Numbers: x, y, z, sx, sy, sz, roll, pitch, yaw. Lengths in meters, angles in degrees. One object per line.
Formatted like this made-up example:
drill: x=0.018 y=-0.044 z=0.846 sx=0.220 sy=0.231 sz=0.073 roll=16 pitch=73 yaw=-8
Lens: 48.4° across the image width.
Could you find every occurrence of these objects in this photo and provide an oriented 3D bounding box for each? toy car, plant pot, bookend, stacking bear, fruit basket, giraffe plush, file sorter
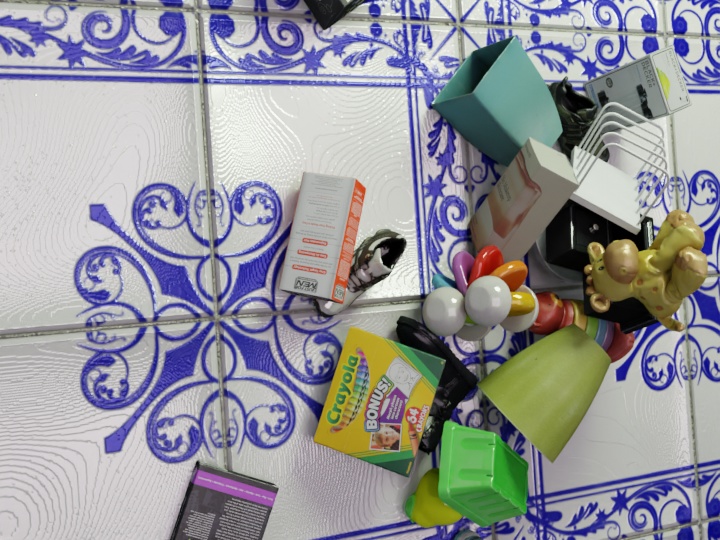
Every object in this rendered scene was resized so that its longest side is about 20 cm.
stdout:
toy car: x=0.203 y=0.036 z=1.390 sx=0.174 sy=0.197 sz=0.153 roll=14 pitch=65 yaw=-54
plant pot: x=0.262 y=-0.289 z=1.461 sx=0.200 sy=0.141 sz=0.142 roll=45 pitch=74 yaw=-21
bookend: x=0.424 y=-0.012 z=1.435 sx=0.197 sy=0.092 sz=0.202 roll=14 pitch=66 yaw=-20
stacking bear: x=0.393 y=0.099 z=1.504 sx=0.197 sy=0.114 sz=0.123 roll=19 pitch=41 yaw=-21
fruit basket: x=0.173 y=0.369 z=1.400 sx=0.212 sy=0.215 sz=0.158 roll=20 pitch=59 yaw=-19
giraffe plush: x=0.460 y=0.000 z=1.331 sx=0.159 sy=0.173 sz=0.203 roll=9 pitch=118 yaw=2
file sorter: x=0.462 y=-0.189 z=1.423 sx=0.137 sy=0.126 sz=0.201 roll=27 pitch=36 yaw=0
plant pot: x=0.338 y=0.197 z=1.413 sx=0.187 sy=0.187 sz=0.200 roll=44 pitch=92 yaw=-14

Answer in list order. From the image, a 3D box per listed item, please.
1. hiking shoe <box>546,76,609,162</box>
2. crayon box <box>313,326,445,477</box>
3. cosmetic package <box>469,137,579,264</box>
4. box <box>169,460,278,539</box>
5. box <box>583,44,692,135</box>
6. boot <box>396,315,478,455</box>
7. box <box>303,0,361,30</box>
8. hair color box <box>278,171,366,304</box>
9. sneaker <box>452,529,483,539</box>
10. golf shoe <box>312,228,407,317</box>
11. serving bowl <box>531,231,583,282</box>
hiking shoe: x=0.421 y=-0.278 z=1.535 sx=0.200 sy=0.100 sz=0.076 roll=46 pitch=74 yaw=-14
crayon box: x=0.033 y=0.218 z=1.346 sx=0.170 sy=0.058 sz=0.204 roll=18 pitch=87 yaw=6
cosmetic package: x=0.285 y=-0.117 z=1.421 sx=0.086 sy=0.104 sz=0.201 roll=22 pitch=122 yaw=-18
box: x=-0.230 y=0.426 z=1.293 sx=0.141 sy=0.036 sz=0.203 roll=22 pitch=79 yaw=-18
box: x=0.523 y=-0.338 z=1.524 sx=0.059 sy=0.199 sz=0.119 roll=-23 pitch=97 yaw=-20
boot: x=0.099 y=0.203 z=1.406 sx=0.200 sy=0.076 sz=0.169 roll=45 pitch=71 yaw=-19
box: x=-0.015 y=-0.539 z=1.363 sx=0.199 sy=0.124 sz=0.150 roll=-39 pitch=100 yaw=-17
hair color box: x=-0.063 y=-0.055 z=1.337 sx=0.100 sy=0.061 sz=0.204 roll=10 pitch=83 yaw=21
sneaker: x=0.199 y=0.574 z=1.426 sx=0.076 sy=0.086 sz=0.204 roll=-1 pitch=88 yaw=-20
golf shoe: x=0.000 y=0.000 z=1.367 sx=0.200 sy=0.094 sz=0.078 roll=-46 pitch=104 yaw=-15
serving bowl: x=0.400 y=-0.077 z=1.539 sx=0.196 sy=0.066 sz=0.205 roll=1 pitch=87 yaw=-21
